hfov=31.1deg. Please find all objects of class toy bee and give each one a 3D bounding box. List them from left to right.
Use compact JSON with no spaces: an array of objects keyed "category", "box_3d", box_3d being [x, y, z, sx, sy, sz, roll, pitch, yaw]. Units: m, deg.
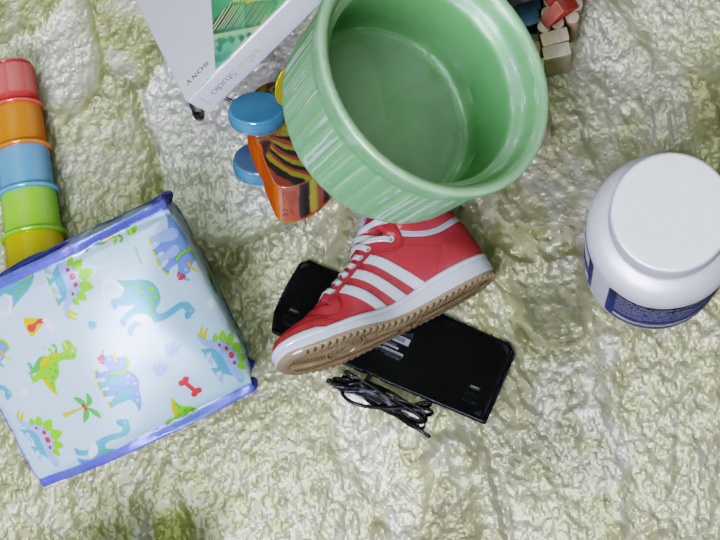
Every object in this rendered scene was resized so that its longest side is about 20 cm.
[{"category":"toy bee","box_3d":[-0.060,-0.126,1.065,0.108,0.131,0.201,-20,65,-19]}]

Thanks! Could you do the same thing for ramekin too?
[{"category":"ramekin","box_3d":[0.036,-0.134,0.991,0.198,0.098,0.202,10,67,-26]}]

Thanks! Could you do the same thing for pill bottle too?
[{"category":"pill bottle","box_3d":[0.221,-0.022,0.953,0.110,0.200,0.112,-1,81,9]}]

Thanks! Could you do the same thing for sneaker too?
[{"category":"sneaker","box_3d":[0.000,0.000,1.032,0.199,0.071,0.113,-24,75,-23]}]

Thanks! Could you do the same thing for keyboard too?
[{"category":"keyboard","box_3d":[0.018,0.072,1.063,0.198,0.040,0.105,22,62,13]}]

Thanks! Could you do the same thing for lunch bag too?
[{"category":"lunch bag","box_3d":[-0.203,0.055,1.028,0.199,0.127,0.171,-27,98,-4]}]

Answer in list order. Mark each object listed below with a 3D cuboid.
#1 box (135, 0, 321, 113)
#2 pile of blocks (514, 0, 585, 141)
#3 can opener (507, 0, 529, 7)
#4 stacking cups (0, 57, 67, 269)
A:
[{"category":"box","box_3d":[-0.121,-0.249,1.058,0.144,0.036,0.201,-41,61,19]},{"category":"pile of blocks","box_3d":[0.146,-0.200,1.065,0.081,0.062,0.202,21,84,12]},{"category":"can opener","box_3d":[0.144,-0.250,1.040,0.199,0.067,0.054,-14,111,45]},{"category":"stacking cups","box_3d":[-0.294,-0.083,1.122,0.060,0.061,0.202,-15,75,6]}]
